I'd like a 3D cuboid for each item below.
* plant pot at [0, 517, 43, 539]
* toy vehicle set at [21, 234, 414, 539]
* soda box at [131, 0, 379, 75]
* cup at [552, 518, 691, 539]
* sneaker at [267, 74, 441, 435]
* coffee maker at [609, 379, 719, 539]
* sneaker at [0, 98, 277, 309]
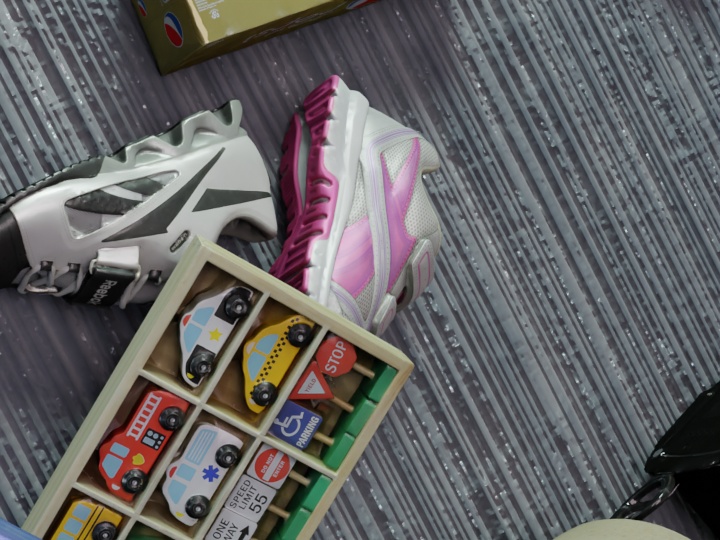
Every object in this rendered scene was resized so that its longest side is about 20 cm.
[{"bbox_3d":[-0.197,0.210,0.793,0.200,0.180,0.200,34,69,-17],"label":"plant pot"},{"bbox_3d":[-0.077,0.099,0.909,0.124,0.027,0.200,29,96,-18],"label":"toy vehicle set"},{"bbox_3d":[-0.025,-0.171,1.007,0.199,0.068,0.064,-22,91,-27],"label":"soda box"},{"bbox_3d":[0.132,0.216,0.962,0.200,0.200,0.143,40,43,-14],"label":"cup"},{"bbox_3d":[0.000,0.000,0.981,0.088,0.081,0.201,16,75,-21],"label":"sneaker"},{"bbox_3d":[0.266,0.158,1.069,0.192,0.135,0.200,-37,97,-1],"label":"coffee maker"},{"bbox_3d":[-0.125,-0.012,0.927,0.200,0.074,0.089,-26,90,-27],"label":"sneaker"}]
